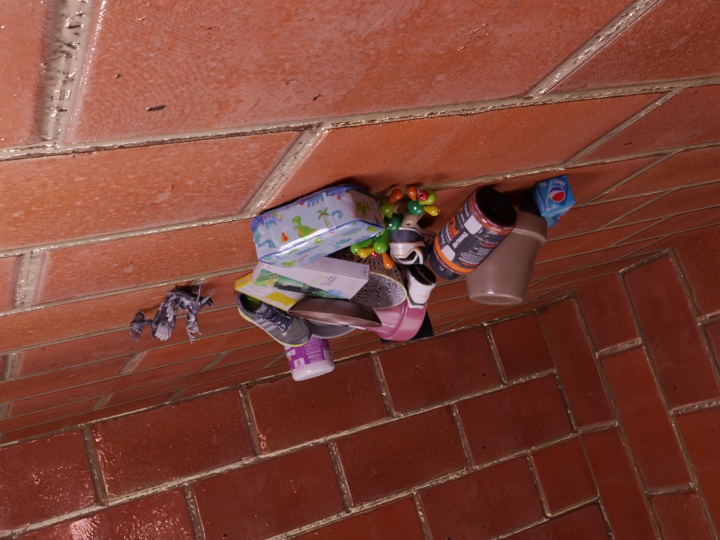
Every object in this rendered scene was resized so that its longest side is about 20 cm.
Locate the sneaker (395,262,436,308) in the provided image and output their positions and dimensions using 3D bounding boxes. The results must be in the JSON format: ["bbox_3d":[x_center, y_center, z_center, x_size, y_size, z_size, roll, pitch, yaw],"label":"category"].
[{"bbox_3d":[0.099,0.005,1.781,0.073,0.200,0.080,7,121,-16],"label":"sneaker"}]

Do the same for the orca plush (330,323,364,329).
[{"bbox_3d":[-0.042,0.093,1.984,0.199,0.071,0.105,13,179,-24],"label":"orca plush"}]

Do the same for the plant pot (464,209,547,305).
[{"bbox_3d":[0.289,-0.022,1.785,0.199,0.176,0.200,6,168,1],"label":"plant pot"}]

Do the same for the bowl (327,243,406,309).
[{"bbox_3d":[0.000,0.000,1.733,0.200,0.095,0.201,5,157,2],"label":"bowl"}]

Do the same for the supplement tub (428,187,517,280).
[{"bbox_3d":[0.214,-0.064,1.664,0.107,0.107,0.200,-8,150,-38],"label":"supplement tub"}]

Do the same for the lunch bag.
[{"bbox_3d":[-0.069,-0.070,1.387,0.199,0.083,0.161,-21,167,20],"label":"lunch bag"}]

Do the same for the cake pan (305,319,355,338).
[{"bbox_3d":[-0.057,0.082,2.046,0.199,0.037,0.201,-17,137,-16],"label":"cake pan"}]

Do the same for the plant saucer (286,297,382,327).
[{"bbox_3d":[-0.050,0.084,1.735,0.199,0.037,0.200,9,172,1],"label":"plant saucer"}]

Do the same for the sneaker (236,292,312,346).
[{"bbox_3d":[-0.197,0.104,1.859,0.199,0.074,0.081,25,166,17],"label":"sneaker"}]

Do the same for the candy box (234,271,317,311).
[{"bbox_3d":[-0.156,0.048,1.783,0.102,0.027,0.200,-26,142,37],"label":"candy box"}]

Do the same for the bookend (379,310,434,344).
[{"bbox_3d":[0.063,0.103,2.128,0.092,0.201,0.198,-6,164,-42],"label":"bookend"}]

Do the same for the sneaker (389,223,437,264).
[{"bbox_3d":[0.105,-0.049,1.729,0.078,0.080,0.200,0,174,24],"label":"sneaker"}]

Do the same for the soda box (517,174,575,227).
[{"bbox_3d":[0.396,-0.138,1.809,0.068,0.064,0.200,-16,170,-4],"label":"soda box"}]

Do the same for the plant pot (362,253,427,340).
[{"bbox_3d":[0.030,0.054,1.915,0.178,0.201,0.200,6,160,-24],"label":"plant pot"}]

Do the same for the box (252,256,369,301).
[{"bbox_3d":[-0.097,0.009,1.605,0.199,0.037,0.144,11,159,-13],"label":"box"}]

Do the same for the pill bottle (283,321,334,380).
[{"bbox_3d":[-0.143,0.168,2.129,0.112,0.201,0.112,-16,169,-3],"label":"pill bottle"}]

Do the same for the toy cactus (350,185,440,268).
[{"bbox_3d":[0.075,-0.087,1.508,0.200,0.102,0.165,-48,170,31],"label":"toy cactus"}]

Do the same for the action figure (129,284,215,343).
[{"bbox_3d":[-0.371,0.097,1.705,0.199,0.103,0.119,-23,156,36],"label":"action figure"}]
